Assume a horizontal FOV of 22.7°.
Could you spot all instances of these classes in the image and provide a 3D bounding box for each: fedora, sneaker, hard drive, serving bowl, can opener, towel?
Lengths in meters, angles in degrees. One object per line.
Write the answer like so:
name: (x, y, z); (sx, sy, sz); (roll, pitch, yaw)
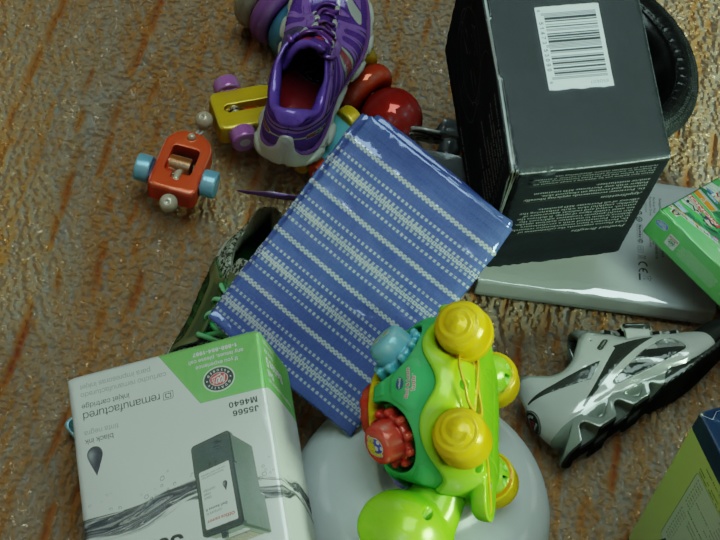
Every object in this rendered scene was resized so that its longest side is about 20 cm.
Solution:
fedora: (0.196, -0.169, 1.569); (0.200, 0.092, 0.201); (6, 57, -9)
sneaker: (-0.101, 0.029, 1.372); (0.077, 0.089, 0.201); (15, 53, 0)
hard drive: (0.195, -0.025, 1.506); (0.199, 0.027, 0.132); (8, 53, -5)
serving bowl: (0.048, 0.164, 1.317); (0.199, 0.066, 0.201); (6, 53, -8)
can opener: (0.133, -0.082, 1.498); (0.199, 0.053, 0.067); (14, 85, -1)
towel: (0.000, 0.000, 1.321); (0.145, 0.024, 0.200); (38, 89, 9)
sneaker: (0.211, 0.070, 1.410); (0.200, 0.074, 0.089); (-26, 65, -26)
sneaker: (-0.032, -0.180, 1.464); (0.080, 0.084, 0.201); (12, 59, 0)

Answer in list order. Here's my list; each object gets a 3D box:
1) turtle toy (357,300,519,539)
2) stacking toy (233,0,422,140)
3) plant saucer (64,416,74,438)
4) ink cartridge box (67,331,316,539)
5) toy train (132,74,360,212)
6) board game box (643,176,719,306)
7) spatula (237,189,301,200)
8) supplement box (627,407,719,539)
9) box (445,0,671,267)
turtle toy: (0.050, 0.118, 1.236); (0.101, 0.146, 0.201); (-3, 67, 15)
stacking toy: (-0.020, -0.182, 1.555); (0.085, 0.085, 0.200); (-32, 73, -29)
plant saucer: (-0.130, 0.163, 1.306); (0.070, 0.019, 0.200); (-39, 68, -14)
ink cartridge box: (-0.113, 0.162, 1.237); (0.145, 0.084, 0.201); (-15, 63, 7)
toy train: (-0.080, -0.084, 1.483); (0.199, 0.056, 0.151); (11, 54, 1)
board game box: (0.338, 0.010, 1.465); (0.200, 0.029, 0.134); (47, 39, 15)
spatula: (-0.016, -0.033, 1.407); (0.056, 0.200, 0.021); (7, 74, 46)
supplement box: (0.303, 0.217, 1.242); (0.134, 0.200, 0.200); (-11, 57, -18)
box: (0.145, -0.132, 1.378); (0.123, 0.197, 0.201); (-6, 71, -7)
